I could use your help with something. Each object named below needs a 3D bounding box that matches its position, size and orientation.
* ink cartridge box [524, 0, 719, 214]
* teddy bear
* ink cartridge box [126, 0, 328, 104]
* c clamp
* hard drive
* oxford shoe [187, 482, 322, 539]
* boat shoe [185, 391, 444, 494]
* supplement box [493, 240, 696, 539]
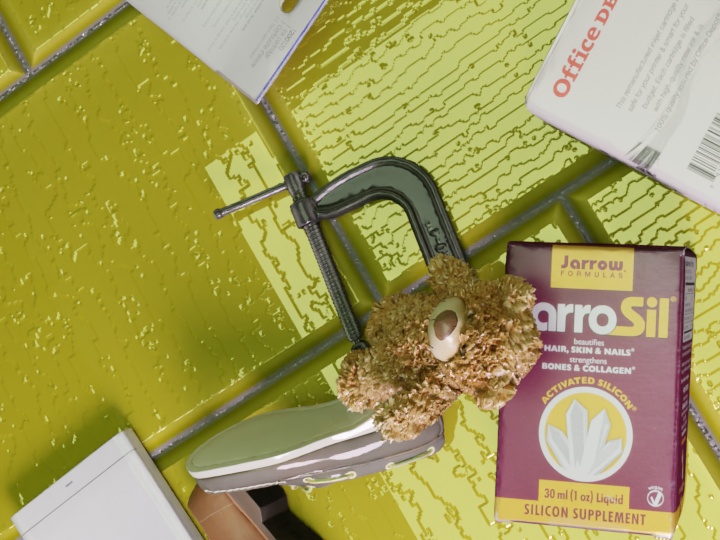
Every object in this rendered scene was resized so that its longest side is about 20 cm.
[{"bbox_3d":[0.240,-0.133,0.973,0.199,0.084,0.147,31,98,14],"label":"ink cartridge box"},{"bbox_3d":[0.044,0.050,0.960,0.067,0.200,0.145,45,83,-20],"label":"teddy bear"},{"bbox_3d":[-0.095,-0.267,1.089,0.200,0.043,0.199,39,100,14],"label":"ink cartridge box"},{"bbox_3d":[0.000,0.000,1.076,0.170,0.027,0.201,-29,81,9],"label":"c clamp"},{"bbox_3d":[-0.188,0.252,1.127,0.132,0.027,0.201,-37,81,13],"label":"hard drive"},{"bbox_3d":[-0.065,0.239,1.074,0.071,0.071,0.200,-46,68,16],"label":"oxford shoe"},{"bbox_3d":[-0.032,0.138,1.041,0.200,0.072,0.061,-17,115,-1],"label":"boat shoe"},{"bbox_3d":[0.172,0.081,0.984,0.130,0.103,0.202,2,90,17],"label":"supplement box"}]
